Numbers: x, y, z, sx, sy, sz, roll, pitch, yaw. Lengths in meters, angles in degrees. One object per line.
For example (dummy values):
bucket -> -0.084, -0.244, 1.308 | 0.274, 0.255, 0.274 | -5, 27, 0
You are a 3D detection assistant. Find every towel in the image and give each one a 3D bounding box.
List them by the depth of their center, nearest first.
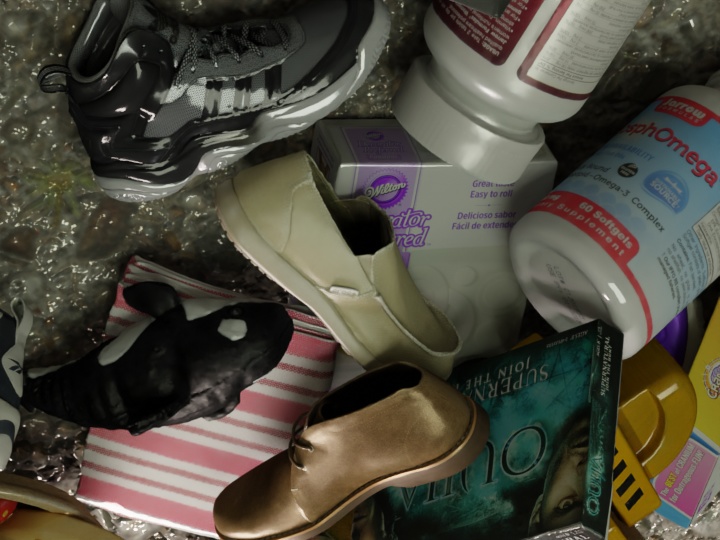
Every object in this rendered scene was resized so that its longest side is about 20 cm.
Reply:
towel -> -0.100, 0.091, 1.378 | 0.146, 0.030, 0.200 | 16, 124, 0

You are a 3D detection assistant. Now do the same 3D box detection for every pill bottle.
pill bottle -> 0.105, -0.157, 1.244 | 0.109, 0.110, 0.200 | 19, 116, -29
pill bottle -> 0.195, -0.044, 1.328 | 0.200, 0.109, 0.109 | -41, 132, -21

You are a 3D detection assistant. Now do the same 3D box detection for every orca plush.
orca plush -> -0.140, 0.067, 1.308 | 0.200, 0.071, 0.105 | -2, 123, 11

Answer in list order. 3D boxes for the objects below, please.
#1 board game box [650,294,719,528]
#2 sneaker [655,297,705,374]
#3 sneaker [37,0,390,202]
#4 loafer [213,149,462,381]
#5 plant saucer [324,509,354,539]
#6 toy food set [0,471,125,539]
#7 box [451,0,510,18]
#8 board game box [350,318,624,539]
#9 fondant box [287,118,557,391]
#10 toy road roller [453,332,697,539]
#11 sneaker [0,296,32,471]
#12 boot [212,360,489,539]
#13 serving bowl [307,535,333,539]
board game box -> 0.263, 0.058, 1.444 | 0.153, 0.040, 0.200 | -35, 148, -53
sneaker -> 0.170, 0.071, 1.461 | 0.099, 0.070, 0.200 | -3, 125, -14
sneaker -> -0.086, -0.125, 1.225 | 0.200, 0.076, 0.114 | -29, 131, 6
loafer -> 0.000, 0.000, 1.276 | 0.068, 0.076, 0.200 | -38, 126, 19
plant saucer -> 0.083, 0.217, 1.470 | 0.200, 0.200, 0.048 | 30, 92, -34
toy food set -> -0.255, 0.174, 1.353 | 0.200, 0.049, 0.198 | 20, 150, -34
box -> 0.047, -0.266, 1.138 | 0.148, 0.124, 0.200 | 17, 117, -29
board game box -> 0.073, 0.119, 1.293 | 0.028, 0.136, 0.200 | 30, 143, -33
fondant box -> 0.033, 0.000, 1.370 | 0.144, 0.058, 0.200 | -2, 124, -17
toy road roller -> 0.155, 0.122, 1.388 | 0.146, 0.123, 0.200 | -34, 128, -1
sneaker -> -0.286, 0.040, 1.285 | 0.199, 0.130, 0.080 | 7, 156, 22
boot -> -0.023, 0.109, 1.307 | 0.200, 0.074, 0.075 | -28, 130, 28
serving bowl -> -0.064, 0.254, 1.514 | 0.200, 0.066, 0.200 | -8, 129, -10
